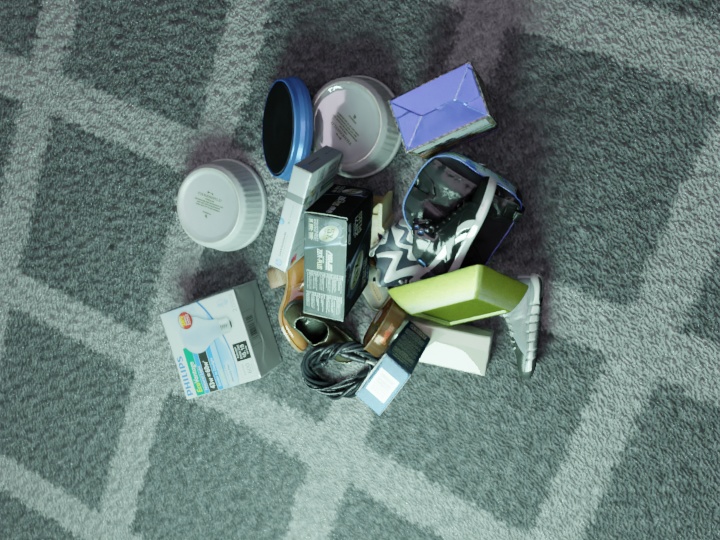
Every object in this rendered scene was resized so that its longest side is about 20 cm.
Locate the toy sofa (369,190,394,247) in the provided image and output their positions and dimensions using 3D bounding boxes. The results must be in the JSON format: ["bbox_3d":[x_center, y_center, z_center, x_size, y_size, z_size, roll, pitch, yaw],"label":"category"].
[{"bbox_3d":[-0.033,-0.115,1.296,0.194,0.083,0.100,8,116,17],"label":"toy sofa"}]

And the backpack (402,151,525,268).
[{"bbox_3d":[0.184,-0.121,1.189,0.198,0.147,0.185,33,111,0],"label":"backpack"}]

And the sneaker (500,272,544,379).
[{"bbox_3d":[0.294,0.104,1.233,0.112,0.075,0.206,5,89,22],"label":"sneaker"}]

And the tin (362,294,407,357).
[{"bbox_3d":[0.047,0.105,1.214,0.041,0.200,0.113,36,93,-2],"label":"tin"}]

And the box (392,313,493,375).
[{"bbox_3d":[0.165,0.145,1.274,0.195,0.068,0.085,12,102,16],"label":"box"}]

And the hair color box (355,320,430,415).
[{"bbox_3d":[0.064,0.175,1.168,0.060,0.200,0.101,38,109,6],"label":"hair color box"}]

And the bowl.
[{"bbox_3d":[-0.152,-0.284,1.270,0.199,0.038,0.207,8,99,62],"label":"bowl"}]

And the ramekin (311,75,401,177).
[{"bbox_3d":[-0.018,-0.288,1.257,0.197,0.094,0.209,2,97,17],"label":"ramekin"}]

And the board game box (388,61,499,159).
[{"bbox_3d":[0.158,-0.284,1.153,0.156,0.200,0.099,-21,90,18],"label":"board game box"}]

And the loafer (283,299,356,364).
[{"bbox_3d":[-0.079,0.141,1.314,0.198,0.070,0.076,35,101,-23],"label":"loafer"}]

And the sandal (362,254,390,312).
[{"bbox_3d":[0.000,0.000,1.315,0.080,0.054,0.204,-28,88,19],"label":"sandal"}]

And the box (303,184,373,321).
[{"bbox_3d":[-0.041,-0.038,1.191,0.084,0.164,0.205,10,116,15],"label":"box"}]

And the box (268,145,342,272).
[{"bbox_3d":[-0.102,-0.118,1.183,0.040,0.156,0.204,22,119,10],"label":"box"}]

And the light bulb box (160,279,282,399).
[{"bbox_3d":[-0.306,0.151,1.396,0.195,0.125,0.203,-18,91,18],"label":"light bulb box"}]

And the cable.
[{"bbox_3d":[-0.045,0.210,1.316,0.195,0.164,0.052,-15,48,24],"label":"cable"}]

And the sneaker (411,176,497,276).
[{"bbox_3d":[0.149,-0.085,1.091,0.110,0.073,0.204,25,115,4],"label":"sneaker"}]

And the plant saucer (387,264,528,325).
[{"bbox_3d":[0.181,0.055,1.145,0.196,0.198,0.049,-17,68,36],"label":"plant saucer"}]

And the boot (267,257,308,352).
[{"bbox_3d":[-0.104,0.063,1.351,0.151,0.074,0.205,-17,97,12],"label":"boot"}]

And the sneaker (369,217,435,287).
[{"bbox_3d":[0.092,0.008,1.254,0.128,0.080,0.200,-31,118,18],"label":"sneaker"}]

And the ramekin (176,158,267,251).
[{"bbox_3d":[-0.309,-0.141,1.376,0.197,0.094,0.209,2,98,18],"label":"ramekin"}]
